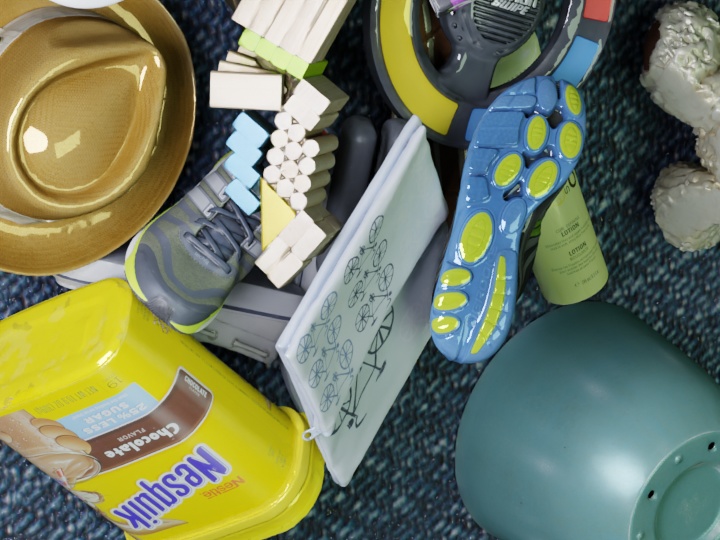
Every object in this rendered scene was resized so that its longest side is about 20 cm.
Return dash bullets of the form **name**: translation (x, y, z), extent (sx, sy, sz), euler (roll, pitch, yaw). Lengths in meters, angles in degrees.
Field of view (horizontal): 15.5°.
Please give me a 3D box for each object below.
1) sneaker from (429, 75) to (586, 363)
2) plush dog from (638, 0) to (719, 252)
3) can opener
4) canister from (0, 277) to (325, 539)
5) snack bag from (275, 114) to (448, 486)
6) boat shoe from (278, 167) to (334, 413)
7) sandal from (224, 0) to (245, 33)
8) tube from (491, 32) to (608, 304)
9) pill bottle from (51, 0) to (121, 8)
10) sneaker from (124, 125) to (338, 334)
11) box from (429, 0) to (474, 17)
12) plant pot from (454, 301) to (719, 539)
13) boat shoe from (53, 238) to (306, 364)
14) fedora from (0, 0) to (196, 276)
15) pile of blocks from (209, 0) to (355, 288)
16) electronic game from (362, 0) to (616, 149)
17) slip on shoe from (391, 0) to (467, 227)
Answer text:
- **sneaker**: translation (0.089, -0.035, 1.731), extent (0.071, 0.083, 0.200), euler (20, 85, -4)
- **plush dog**: translation (0.305, -0.120, 1.931), extent (0.172, 0.160, 0.200), euler (-48, 138, -44)
- **can opener**: translation (0.000, 0.000, 1.721), extent (0.053, 0.067, 0.200), euler (4, 119, -14)
- **canister**: translation (-0.140, 0.099, 1.697), extent (0.200, 0.149, 0.087), euler (42, 39, -38)
- **snack bag**: translation (0.012, 0.028, 1.695), extent (0.189, 0.021, 0.200), euler (-60, 156, -25)
- **boat shoe**: translation (-0.013, 0.029, 1.801), extent (0.074, 0.067, 0.200), euler (-19, 121, -28)
- **sandal**: translation (-0.059, -0.178, 1.660), extent (0.055, 0.082, 0.200), euler (-36, 131, -3)
- **tube**: translation (0.123, -0.067, 1.871), extent (0.058, 0.052, 0.200), euler (-66, 141, -50)
- **pill bottle**: translation (-0.189, -0.224, 1.469), extent (0.112, 0.200, 0.112), euler (-16, 120, -30)
- **sneaker**: translation (-0.080, -0.037, 1.663), extent (0.074, 0.081, 0.200), euler (41, 43, -7)
- **box**: translation (0.107, -0.264, 1.639), extent (0.200, 0.036, 0.143), euler (-25, 88, 2)
- **plant pot**: translation (0.197, 0.144, 1.946), extent (0.201, 0.161, 0.201), euler (-16, 119, -31)
- **boat shoe**: translation (-0.125, 0.022, 1.719), extent (0.200, 0.072, 0.066), euler (11, 104, -45)
- **fedora**: translation (-0.175, -0.092, 1.591), extent (0.201, 0.082, 0.201), euler (-3, 97, -29)
- **pile of blocks**: translation (-0.046, -0.093, 1.621), extent (0.062, 0.082, 0.200), euler (-25, 121, -74)
- **electronic game**: translation (0.087, -0.176, 1.723), extent (0.200, 0.042, 0.200), euler (-12, 113, -30)
- **slip on shoe**: translation (0.048, -0.119, 1.783), extent (0.076, 0.061, 0.200), euler (-13, 111, -29)
